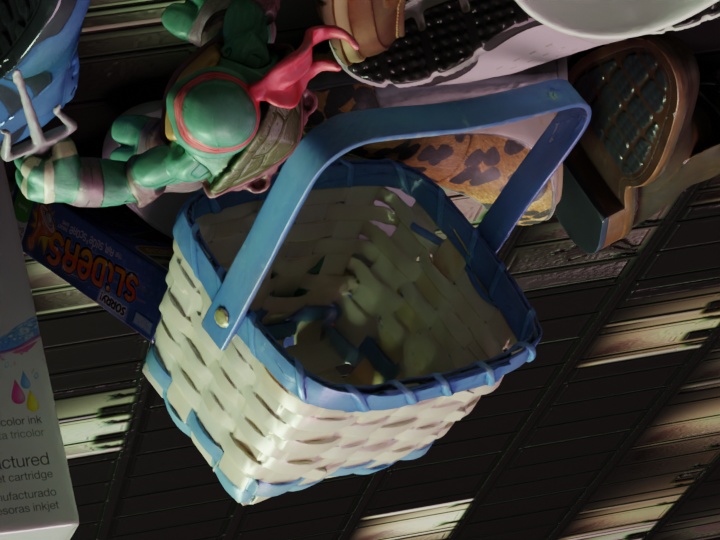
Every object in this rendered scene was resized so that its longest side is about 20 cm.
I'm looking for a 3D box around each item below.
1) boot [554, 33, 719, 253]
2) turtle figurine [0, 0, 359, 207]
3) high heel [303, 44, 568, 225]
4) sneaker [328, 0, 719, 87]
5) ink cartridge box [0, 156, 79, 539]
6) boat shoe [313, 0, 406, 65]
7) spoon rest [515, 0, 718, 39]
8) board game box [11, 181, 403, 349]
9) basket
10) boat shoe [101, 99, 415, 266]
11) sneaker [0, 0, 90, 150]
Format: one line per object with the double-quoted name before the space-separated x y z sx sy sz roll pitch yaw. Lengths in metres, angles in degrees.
"boot" 0.158 -0.082 1.482 0.097 0.075 0.200 -26 166 -17
"turtle figurine" -0.069 -0.072 1.174 0.150 0.101 0.200 -48 -177 1
"high heel" 0.027 -0.065 1.434 0.142 0.072 0.200 -3 163 1
"sneaker" 0.086 -0.127 1.293 0.200 0.074 0.080 -11 176 8
"ink cartridge box" -0.225 0.047 1.362 0.144 0.200 0.085 -6 156 -23
"boat shoe" 0.008 -0.141 1.168 0.067 0.072 0.200 -13 158 -1
"spoon rest" 0.151 -0.153 1.210 0.200 0.099 0.061 -14 -156 5
"board game box" -0.059 -0.001 1.463 0.200 0.035 0.135 5 -161 -42
"basket" 0.000 0.000 1.301 0.176 0.139 0.200 -9 145 -46
"boat shoe" -0.051 -0.042 1.435 0.200 0.069 0.057 15 -170 -41
"sneaker" -0.145 -0.097 1.221 0.078 0.066 0.200 -14 166 -33
